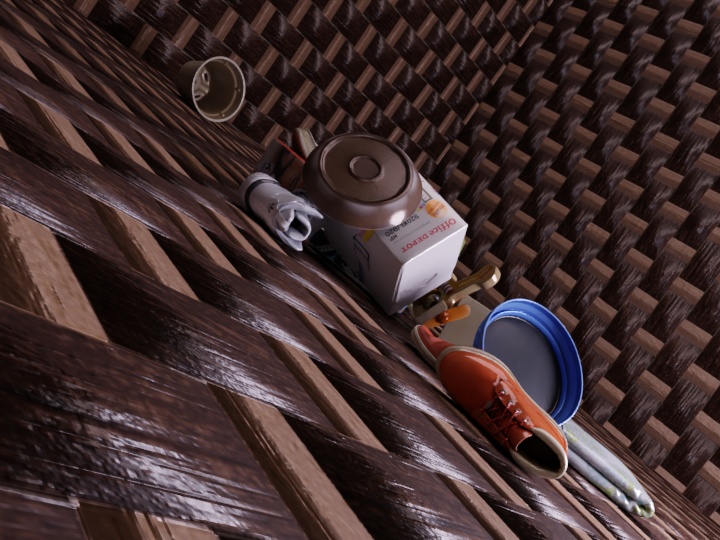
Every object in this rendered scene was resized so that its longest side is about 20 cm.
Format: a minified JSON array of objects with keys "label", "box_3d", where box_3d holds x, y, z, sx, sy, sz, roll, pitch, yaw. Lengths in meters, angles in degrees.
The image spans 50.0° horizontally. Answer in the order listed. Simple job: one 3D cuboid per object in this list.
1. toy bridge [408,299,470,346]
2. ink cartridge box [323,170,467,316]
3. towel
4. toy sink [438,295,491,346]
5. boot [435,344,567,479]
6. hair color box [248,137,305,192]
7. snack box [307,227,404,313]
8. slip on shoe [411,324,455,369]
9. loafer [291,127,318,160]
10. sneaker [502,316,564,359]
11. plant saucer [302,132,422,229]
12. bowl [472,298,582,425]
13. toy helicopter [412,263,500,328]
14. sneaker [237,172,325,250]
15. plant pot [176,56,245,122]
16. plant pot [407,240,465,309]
[{"label":"toy bridge","box_3d":[0.122,0.076,1.357,0.203,0.066,0.027,59,7,3]},{"label":"ink cartridge box","box_3d":[0.054,-0.066,1.280,0.201,0.145,0.146,49,-27,24]},{"label":"towel","box_3d":[0.384,0.316,1.282,0.199,0.049,0.171,39,8,5]},{"label":"toy sink","box_3d":[0.266,0.157,1.486,0.198,0.114,0.130,35,3,30]},{"label":"boot","box_3d":[0.170,0.167,0.924,0.199,0.076,0.107,40,10,6]},{"label":"hair color box","box_3d":[-0.132,-0.150,1.376,0.063,0.112,0.200,32,7,-35]},{"label":"snack box","box_3d":[0.000,0.000,1.395,0.199,0.037,0.116,40,4,13]},{"label":"slip on shoe","box_3d":[0.147,0.135,1.097,0.199,0.062,0.074,41,7,40]},{"label":"loafer","box_3d":[-0.065,-0.189,1.481,0.203,0.068,0.075,61,-13,-18]},{"label":"sneaker","box_3d":[0.260,0.124,1.269,0.116,0.200,0.080,49,-40,-12]},{"label":"plant saucer","box_3d":[0.006,-0.152,1.218,0.199,0.199,0.032,39,-35,19]},{"label":"bowl","box_3d":[0.256,0.146,1.191,0.199,0.203,0.039,37,-35,-12]},{"label":"toy helicopter","box_3d":[0.173,0.046,1.444,0.079,0.197,0.134,47,35,-23]},{"label":"sneaker","box_3d":[-0.098,-0.078,1.208,0.115,0.076,0.199,42,11,32]},{"label":"plant pot","box_3d":[-0.506,-0.606,2.535,0.182,0.204,0.199,25,-5,45]},{"label":"plant pot","box_3d":[0.128,-0.025,1.681,0.198,0.192,0.200,37,4,-3]}]
